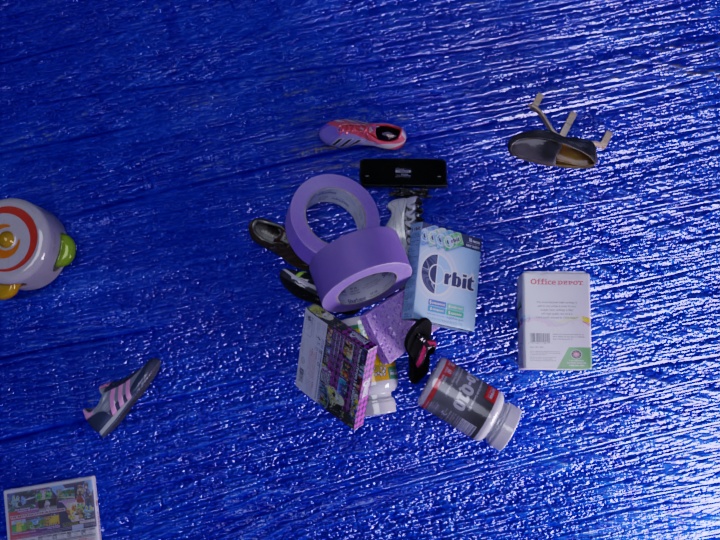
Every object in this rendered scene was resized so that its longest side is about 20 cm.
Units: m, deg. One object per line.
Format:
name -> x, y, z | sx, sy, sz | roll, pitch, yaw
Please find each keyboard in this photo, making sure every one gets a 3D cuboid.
keyboard -> 0.095, -0.199, 1.798 | 0.195, 0.040, 0.106 | 1, 59, 3

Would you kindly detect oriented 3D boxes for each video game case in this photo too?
video game case -> -0.053, 0.196, 1.645 | 0.180, 0.035, 0.203 | 31, 125, 33
video game case -> -0.651, 0.544, 1.711 | 0.196, 0.023, 0.186 | -9, 82, 1

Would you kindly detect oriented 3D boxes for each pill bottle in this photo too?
pill bottle -> 0.227, 0.279, 1.677 | 0.198, 0.114, 0.115 | 30, 84, 6
pill bottle -> 0.019, 0.200, 1.695 | 0.110, 0.113, 0.204 | -8, 81, 0

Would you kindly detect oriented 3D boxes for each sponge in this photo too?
sponge -> 0.094, 0.101, 1.687 | 0.199, 0.030, 0.113 | -30, 95, -37

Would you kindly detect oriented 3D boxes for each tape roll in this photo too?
tape roll -> -0.060, -0.102, 1.729 | 0.196, 0.066, 0.204 | 6, 66, -14
tape roll -> 0.000, 0.000, 1.631 | 0.197, 0.201, 0.086 | -22, 68, -2

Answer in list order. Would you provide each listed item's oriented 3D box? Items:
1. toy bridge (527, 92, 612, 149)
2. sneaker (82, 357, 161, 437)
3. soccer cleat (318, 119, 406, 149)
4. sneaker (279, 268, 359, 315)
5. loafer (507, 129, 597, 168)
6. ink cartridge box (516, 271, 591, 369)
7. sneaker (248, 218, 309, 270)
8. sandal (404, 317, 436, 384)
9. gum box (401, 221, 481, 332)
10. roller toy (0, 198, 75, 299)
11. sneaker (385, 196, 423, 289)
toy bridge -> 0.460, -0.322, 1.800 | 0.198, 0.027, 0.068 | 30, 85, 4
sneaker -> -0.512, 0.254, 1.724 | 0.082, 0.070, 0.201 | 39, 83, 4
soccer cleat -> 0.004, -0.305, 1.786 | 0.195, 0.077, 0.068 | 7, 82, 2
sneaker -> -0.078, 0.029, 1.755 | 0.197, 0.072, 0.084 | 22, 66, 0
loafer -> 0.421, -0.261, 1.760 | 0.195, 0.073, 0.074 | 4, 117, 4
ink cartridge box -> 0.409, 0.108, 1.711 | 0.141, 0.084, 0.205 | 1, 82, 2
sneaker -> -0.156, -0.055, 1.755 | 0.197, 0.076, 0.072 | 21, 83, 5
sandal -> 0.131, 0.170, 1.660 | 0.075, 0.202, 0.045 | -36, 53, -24
gum box -> 0.174, 0.016, 1.705 | 0.167, 0.044, 0.205 | 13, 79, -32
roller toy -> -0.740, -0.055, 1.739 | 0.199, 0.140, 0.184 | -36, 82, -3
sneaker -> 0.090, -0.060, 1.759 | 0.079, 0.075, 0.205 | 2, 83, 21
